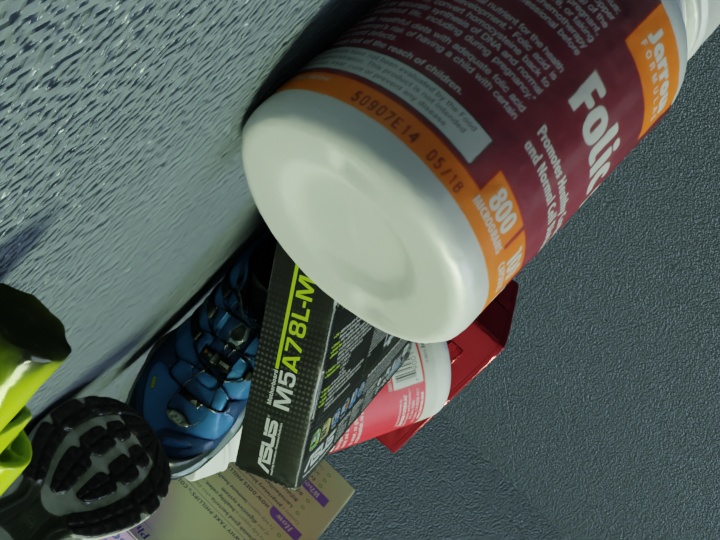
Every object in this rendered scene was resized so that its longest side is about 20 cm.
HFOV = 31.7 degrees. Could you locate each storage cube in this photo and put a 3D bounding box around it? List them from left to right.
[{"bbox_3d":[0.037,0.040,1.302,0.171,0.180,0.200,-46,-175,23],"label":"storage cube"}]

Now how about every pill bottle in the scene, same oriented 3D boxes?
[{"bbox_3d":[-0.044,0.081,0.921,0.199,0.113,0.112,-16,166,-23],"label":"pill bottle"},{"bbox_3d":[0.058,-0.076,0.508,0.200,0.114,0.114,-45,178,-25],"label":"pill bottle"}]

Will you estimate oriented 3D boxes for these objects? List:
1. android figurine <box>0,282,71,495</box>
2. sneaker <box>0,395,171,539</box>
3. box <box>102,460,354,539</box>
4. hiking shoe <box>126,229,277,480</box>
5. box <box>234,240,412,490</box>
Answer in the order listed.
[{"bbox_3d":[-0.163,0.090,0.351,0.200,0.041,0.182,-48,178,14],"label":"android figurine"},{"bbox_3d":[-0.179,0.130,0.648,0.088,0.077,0.200,-31,-178,36],"label":"sneaker"},{"bbox_3d":[-0.132,0.186,0.989,0.097,0.176,0.200,-46,179,35],"label":"box"},{"bbox_3d":[-0.079,0.035,0.772,0.200,0.074,0.087,-56,176,-28],"label":"hiking shoe"},{"bbox_3d":[0.000,0.000,0.748,0.200,0.047,0.194,-43,147,-61],"label":"box"}]
